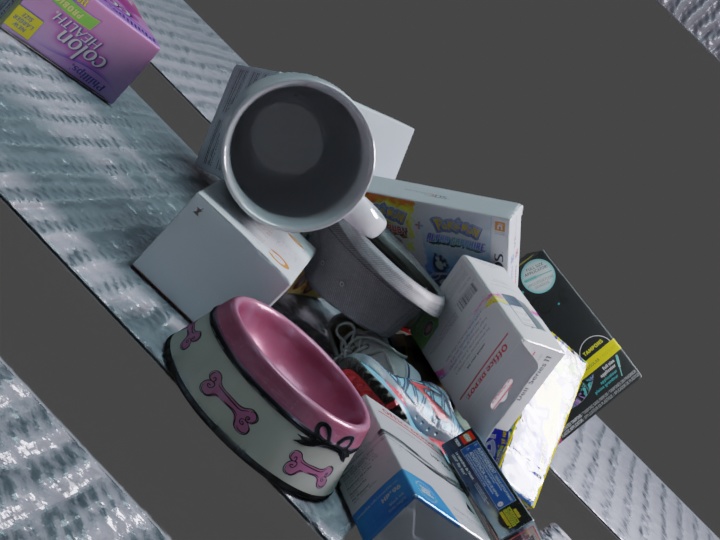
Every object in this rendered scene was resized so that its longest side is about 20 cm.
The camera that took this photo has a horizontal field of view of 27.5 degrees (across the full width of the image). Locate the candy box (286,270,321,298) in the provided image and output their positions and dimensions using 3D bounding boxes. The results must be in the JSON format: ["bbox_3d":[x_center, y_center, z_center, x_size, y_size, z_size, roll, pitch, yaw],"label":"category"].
[{"bbox_3d":[-0.100,-0.030,1.748,0.115,0.055,0.200,48,11,17],"label":"candy box"}]

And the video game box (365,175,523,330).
[{"bbox_3d":[0.087,-0.009,1.722,0.200,0.183,0.047,12,32,21],"label":"video game box"}]

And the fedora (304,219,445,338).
[{"bbox_3d":[0.000,0.000,1.601,0.200,0.090,0.177,48,11,24],"label":"fedora"}]

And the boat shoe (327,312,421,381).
[{"bbox_3d":[0.002,0.093,1.611,0.086,0.075,0.202,40,9,-24],"label":"boat shoe"}]

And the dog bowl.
[{"bbox_3d":[-0.074,0.104,1.295,0.200,0.074,0.200,42,11,-10],"label":"dog bowl"}]

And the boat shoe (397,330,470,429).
[{"bbox_3d":[0.068,0.144,1.751,0.200,0.073,0.062,44,-35,36],"label":"boat shoe"}]

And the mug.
[{"bbox_3d":[-0.050,-0.107,1.469,0.200,0.148,0.175,43,3,-13],"label":"mug"}]

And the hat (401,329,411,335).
[{"bbox_3d":[0.010,0.049,1.961,0.166,0.176,0.200,40,-26,-8],"label":"hat"}]

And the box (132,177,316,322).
[{"bbox_3d":[-0.130,-0.014,1.469,0.124,0.097,0.200,44,10,-3],"label":"box"}]

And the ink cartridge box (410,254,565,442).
[{"bbox_3d":[0.143,0.089,1.588,0.067,0.117,0.200,19,26,-34],"label":"ink cartridge box"}]

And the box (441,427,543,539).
[{"bbox_3d":[0.152,0.263,1.438,0.200,0.040,0.137,62,-3,-41],"label":"box"}]

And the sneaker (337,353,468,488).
[{"bbox_3d":[0.044,0.146,1.495,0.200,0.079,0.096,49,37,-24],"label":"sneaker"}]

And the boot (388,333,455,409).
[{"bbox_3d":[0.090,0.129,1.656,0.097,0.075,0.200,-1,30,-12],"label":"boot"}]

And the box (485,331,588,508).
[{"bbox_3d":[0.189,0.174,1.695,0.070,0.200,0.064,39,-32,-24],"label":"box"}]

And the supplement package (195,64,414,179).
[{"bbox_3d":[-0.072,-0.152,1.828,0.191,0.147,0.200,21,3,-22],"label":"supplement package"}]

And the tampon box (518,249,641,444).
[{"bbox_3d":[0.225,0.096,1.842,0.200,0.150,0.126,51,-1,0],"label":"tampon box"}]

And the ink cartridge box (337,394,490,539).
[{"bbox_3d":[0.035,0.194,1.366,0.116,0.068,0.200,39,11,-32],"label":"ink cartridge box"}]

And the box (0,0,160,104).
[{"bbox_3d":[-0.361,-0.327,1.806,0.176,0.097,0.200,36,14,-38],"label":"box"}]

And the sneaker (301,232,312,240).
[{"bbox_3d":[-0.058,-0.064,1.695,0.093,0.070,0.200,17,-31,50],"label":"sneaker"}]
